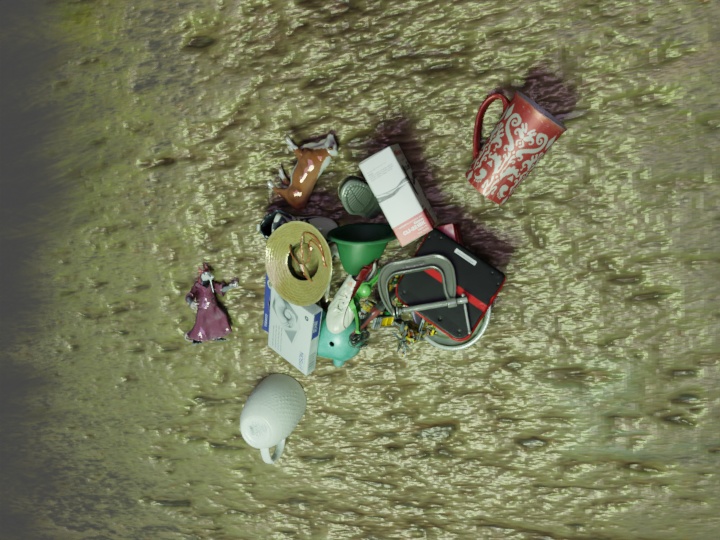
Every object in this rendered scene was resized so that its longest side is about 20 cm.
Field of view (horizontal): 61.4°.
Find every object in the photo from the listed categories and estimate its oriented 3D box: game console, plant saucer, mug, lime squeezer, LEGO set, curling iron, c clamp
[{"bbox_3d":[0.189,0.034,1.314,0.198,0.031,0.179,34,92,11],"label":"game console"},{"bbox_3d":[0.214,0.082,1.420,0.195,0.050,0.207,1,93,26],"label":"plant saucer"},{"bbox_3d":[-0.231,0.397,1.571,0.143,0.175,0.206,0,105,15],"label":"mug"},{"bbox_3d":[0.315,-0.265,1.295,0.131,0.179,0.202,19,119,-29],"label":"mug"},{"bbox_3d":[0.011,0.056,1.381,0.038,0.202,0.070,41,147,-20],"label":"lime squeezer"},{"bbox_3d":[0.080,0.085,1.398,0.199,0.114,0.157,40,118,34],"label":"LEGO set"},{"bbox_3d":[0.044,0.096,1.356,0.049,0.026,0.201,37,82,16],"label":"curling iron"},{"bbox_3d":[0.134,0.053,1.294,0.194,0.027,0.176,-4,85,11],"label":"c clamp"}]

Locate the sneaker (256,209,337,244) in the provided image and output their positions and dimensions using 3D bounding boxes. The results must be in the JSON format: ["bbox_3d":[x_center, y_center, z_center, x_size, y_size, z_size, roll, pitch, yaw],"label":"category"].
[{"bbox_3d":[-0.157,-0.098,1.438,0.194,0.129,0.082,10,93,15],"label":"sneaker"}]

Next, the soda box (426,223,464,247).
[{"bbox_3d":[0.204,0.001,1.359,0.068,0.063,0.206,-12,88,26],"label":"soda box"}]

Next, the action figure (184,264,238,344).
[{"bbox_3d":[-0.399,0.086,1.595,0.148,0.131,0.206,-6,92,59],"label":"action figure"}]

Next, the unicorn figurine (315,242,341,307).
[{"bbox_3d":[-0.093,0.016,1.471,0.197,0.073,0.141,-25,55,32],"label":"unicorn figurine"}]

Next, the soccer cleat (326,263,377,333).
[{"bbox_3d":[-0.024,0.053,1.433,0.068,0.078,0.203,28,78,10],"label":"soccer cleat"}]

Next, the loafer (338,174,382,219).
[{"bbox_3d":[-0.008,-0.169,1.359,0.075,0.200,0.070,-45,69,6],"label":"loafer"}]

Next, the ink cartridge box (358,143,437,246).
[{"bbox_3d":[0.087,-0.173,1.350,0.082,0.144,0.203,-28,96,16],"label":"ink cartridge box"}]

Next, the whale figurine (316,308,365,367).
[{"bbox_3d":[-0.086,0.174,1.511,0.196,0.104,0.163,-18,100,21],"label":"whale figurine"}]

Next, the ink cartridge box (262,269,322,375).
[{"bbox_3d":[-0.184,0.128,1.496,0.198,0.040,0.204,32,131,28],"label":"ink cartridge box"}]

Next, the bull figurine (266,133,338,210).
[{"bbox_3d":[-0.135,-0.245,1.435,0.120,0.065,0.203,32,108,9],"label":"bull figurine"}]

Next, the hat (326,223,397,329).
[{"bbox_3d":[0.000,0.000,1.392,0.164,0.196,0.181,23,120,52],"label":"hat"}]

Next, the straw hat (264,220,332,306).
[{"bbox_3d":[-0.121,-0.025,1.401,0.196,0.085,0.207,10,109,29],"label":"straw hat"}]
